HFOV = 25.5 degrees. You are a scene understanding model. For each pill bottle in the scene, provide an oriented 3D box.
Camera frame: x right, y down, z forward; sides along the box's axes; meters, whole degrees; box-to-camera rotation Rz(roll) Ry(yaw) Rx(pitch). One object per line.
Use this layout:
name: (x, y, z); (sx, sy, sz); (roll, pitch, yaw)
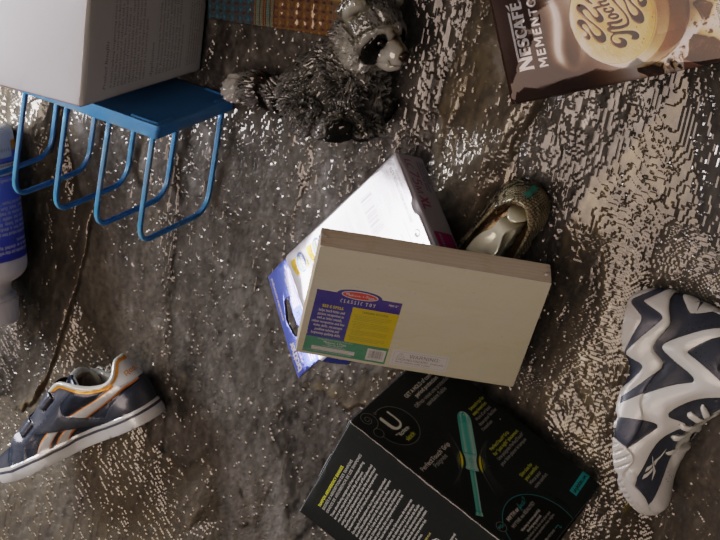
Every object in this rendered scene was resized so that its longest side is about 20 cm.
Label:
pill bottle: (-0.395, -0.044, 1.600); (0.112, 0.112, 0.201); (1, 103, 24)

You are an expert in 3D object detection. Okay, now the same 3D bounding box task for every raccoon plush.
raccoon plush: (-0.044, -0.193, 1.402); (0.200, 0.097, 0.134); (12, 114, 20)

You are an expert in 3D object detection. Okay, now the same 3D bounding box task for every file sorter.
file sorter: (-0.247, -0.124, 1.499); (0.200, 0.139, 0.123); (20, 113, 19)

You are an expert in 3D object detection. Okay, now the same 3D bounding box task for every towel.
towel: (-0.070, -0.318, 1.435); (0.146, 0.022, 0.200); (12, 109, 23)

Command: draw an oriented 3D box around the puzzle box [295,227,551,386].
puzzle box: (0.051, 0.033, 1.363); (0.199, 0.025, 0.133); (10, 134, -6)

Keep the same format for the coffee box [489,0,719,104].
coffee box: (0.215, -0.211, 1.296); (0.200, 0.080, 0.113); (-10, 99, 26)

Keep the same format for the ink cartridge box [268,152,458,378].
ink cartridge box: (0.000, 0.000, 1.436); (0.200, 0.042, 0.120); (-40, 55, 32)

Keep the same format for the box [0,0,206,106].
box: (-0.254, -0.230, 1.437); (0.152, 0.200, 0.107); (16, 112, 22)

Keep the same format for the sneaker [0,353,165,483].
sneaker: (-0.298, 0.148, 1.624); (0.200, 0.078, 0.080); (-26, 96, 16)

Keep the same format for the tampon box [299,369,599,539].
tampon box: (0.079, 0.201, 1.412); (0.200, 0.150, 0.126); (38, 127, 13)

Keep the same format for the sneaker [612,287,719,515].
sneaker: (0.289, 0.118, 1.345); (0.129, 0.079, 0.200); (7, 96, 32)

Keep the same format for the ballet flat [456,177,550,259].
ballet flat: (0.096, 0.004, 1.408); (0.068, 0.075, 0.200); (37, 115, 9)
